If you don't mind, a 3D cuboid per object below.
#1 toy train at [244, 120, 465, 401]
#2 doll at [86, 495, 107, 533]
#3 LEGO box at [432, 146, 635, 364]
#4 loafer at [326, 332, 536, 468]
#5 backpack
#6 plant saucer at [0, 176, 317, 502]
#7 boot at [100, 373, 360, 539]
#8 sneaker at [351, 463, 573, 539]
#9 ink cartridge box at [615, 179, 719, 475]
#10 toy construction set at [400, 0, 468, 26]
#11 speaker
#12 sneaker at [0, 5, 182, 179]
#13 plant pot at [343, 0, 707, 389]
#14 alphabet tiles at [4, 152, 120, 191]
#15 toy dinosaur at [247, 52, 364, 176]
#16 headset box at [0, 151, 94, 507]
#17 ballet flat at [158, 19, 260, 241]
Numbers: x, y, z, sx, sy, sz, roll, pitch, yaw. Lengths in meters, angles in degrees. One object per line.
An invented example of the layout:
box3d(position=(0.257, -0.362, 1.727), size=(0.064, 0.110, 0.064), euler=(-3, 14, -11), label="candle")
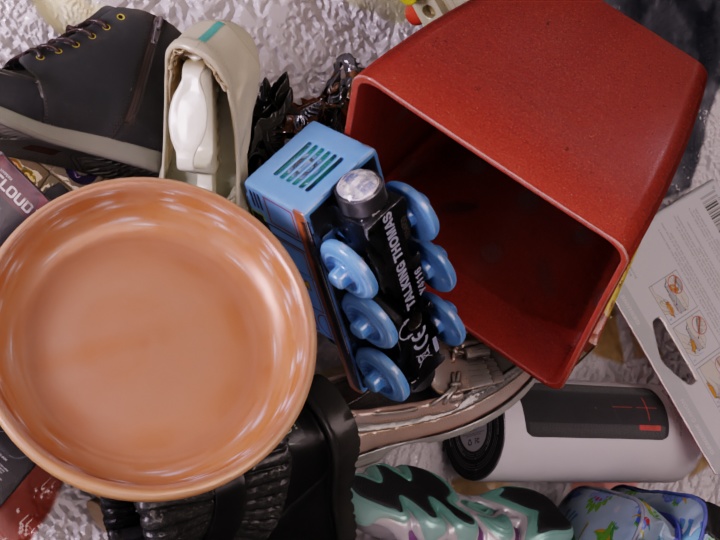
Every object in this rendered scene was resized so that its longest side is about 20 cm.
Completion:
box3d(position=(0.000, 0.000, 1.056), size=(0.087, 0.114, 0.200), euler=(-43, 142, -22), label="toy train")
box3d(position=(-0.105, 0.089, 1.087), size=(0.200, 0.048, 0.137), euler=(-40, 131, -29), label="doll")
box3d(position=(0.138, -0.052, 1.203), size=(0.149, 0.077, 0.200), euler=(25, 73, 1), label="LEGO box")
box3d(position=(0.037, 0.084, 1.140), size=(0.200, 0.072, 0.063), euler=(-22, 130, -14), label="loafer")
box3d(position=(0.201, 0.262, 1.204), size=(0.147, 0.183, 0.200), euler=(24, 81, -15), label="backpack")
box3d(position=(-0.126, 0.042, 0.950), size=(0.200, 0.037, 0.201), euler=(4, 67, -10), label="plant saucer")
box3d(position=(-0.087, 0.163, 1.042), size=(0.158, 0.079, 0.211), euler=(-27, 144, -25), label="boot")
box3d(position=(0.049, 0.219, 1.154), size=(0.200, 0.078, 0.140), euler=(16, 111, -31), label="sneaker")
box3d(position=(0.275, 0.047, 1.299), size=(0.173, 0.044, 0.200), euler=(-28, 87, -36), label="ink cartridge box")
box3d(position=(0.037, -0.203, 1.155), size=(0.200, 0.131, 0.092), euler=(46, 52, -26), label="toy construction set")
box3d(position=(0.167, 0.125, 1.245), size=(0.200, 0.081, 0.081), euler=(6, 85, -31), label="speaker")
box3d(position=(-0.204, -0.128, 1.027), size=(0.200, 0.075, 0.106), euler=(15, 76, -40), label="sneaker")
box3d(position=(0.117, -0.076, 1.071), size=(0.200, 0.200, 0.176), euler=(35, 63, 12), label="plant pot")
box3d(position=(-0.167, -0.013, 1.084), size=(0.200, 0.006, 0.167), euler=(40, 69, -24), label="alphabet tiles")
box3d(position=(-0.050, -0.071, 1.115), size=(0.136, 0.102, 0.200), euler=(45, 45, -40), label="toy dinosaur")
box3d(position=(-0.231, 0.034, 0.994), size=(0.149, 0.075, 0.200), euler=(46, 70, -22), label="headset box")
box3d(position=(-0.103, -0.058, 1.019), size=(0.069, 0.069, 0.200), euler=(-10, 114, -32), label="ballet flat")
